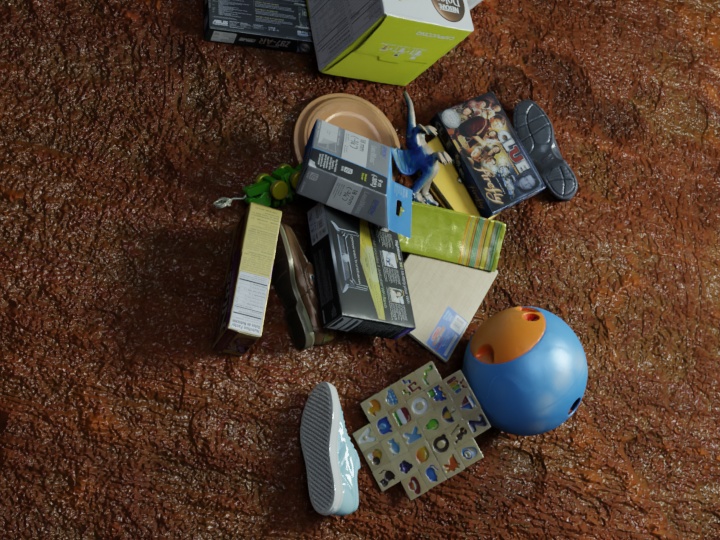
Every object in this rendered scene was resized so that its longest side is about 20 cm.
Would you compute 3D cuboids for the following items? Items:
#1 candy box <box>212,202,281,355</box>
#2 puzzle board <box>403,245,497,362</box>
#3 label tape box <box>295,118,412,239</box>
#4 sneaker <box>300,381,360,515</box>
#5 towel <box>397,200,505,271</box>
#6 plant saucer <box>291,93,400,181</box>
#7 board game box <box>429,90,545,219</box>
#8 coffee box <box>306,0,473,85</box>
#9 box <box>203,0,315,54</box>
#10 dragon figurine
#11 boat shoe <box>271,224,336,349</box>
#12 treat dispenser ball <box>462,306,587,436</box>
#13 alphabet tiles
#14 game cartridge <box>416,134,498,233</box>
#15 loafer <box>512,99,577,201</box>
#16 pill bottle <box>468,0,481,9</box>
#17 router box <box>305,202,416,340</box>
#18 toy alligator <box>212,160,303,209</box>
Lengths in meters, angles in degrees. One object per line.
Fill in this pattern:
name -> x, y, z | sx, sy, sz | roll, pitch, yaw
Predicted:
candy box -> -0.172, 0.015, 1.527 | 0.055, 0.117, 0.204 | 15, 68, -15
puzzle board -> 0.130, 0.033, 1.699 | 0.150, 0.017, 0.201 | 37, 63, -7
label tape box -> 0.004, -0.149, 1.605 | 0.196, 0.064, 0.145 | 20, 37, -11
sneaker -> -0.040, 0.273, 1.528 | 0.081, 0.073, 0.204 | 24, 55, -45
towel -> 0.151, -0.059, 1.704 | 0.196, 0.018, 0.088 | 12, 88, -19
plant saucer -> -0.021, -0.210, 1.714 | 0.196, 0.032, 0.205 | 7, 69, -19
board game box -> 0.225, -0.205, 1.776 | 0.134, 0.035, 0.203 | -25, 82, -29
coffee box -> 0.043, -0.455, 1.705 | 0.197, 0.199, 0.202 | 0, 71, -37
box -> -0.171, -0.465, 1.734 | 0.196, 0.044, 0.164 | 2, 71, -21
dragon figurine -> 0.089, -0.197, 1.710 | 0.202, 0.099, 0.059 | 60, 26, 1
boat shoe -> -0.093, 0.021, 1.588 | 0.067, 0.072, 0.204 | -13, 86, -30
treat dispenser ball -> 0.260, 0.159, 1.600 | 0.197, 0.201, 0.205 | 7, 69, -19
alphabet tiles -> 0.094, 0.248, 1.560 | 0.198, 0.006, 0.168 | -30, 84, 2
game cartridge -> 0.204, -0.179, 1.796 | 0.199, 0.032, 0.178 | -35, 87, -30
loafer -> 0.335, -0.215, 1.851 | 0.071, 0.063, 0.203 | -25, 76, 4
pill bottle -> 0.155, -0.584, 1.870 | 0.107, 0.109, 0.203 | -24, 81, -27
router box -> 0.000, 0.000, 1.594 | 0.155, 0.052, 0.204 | 13, 57, -39
toy alligator -> -0.148, -0.122, 1.623 | 0.198, 0.059, 0.055 | -29, 124, -27
